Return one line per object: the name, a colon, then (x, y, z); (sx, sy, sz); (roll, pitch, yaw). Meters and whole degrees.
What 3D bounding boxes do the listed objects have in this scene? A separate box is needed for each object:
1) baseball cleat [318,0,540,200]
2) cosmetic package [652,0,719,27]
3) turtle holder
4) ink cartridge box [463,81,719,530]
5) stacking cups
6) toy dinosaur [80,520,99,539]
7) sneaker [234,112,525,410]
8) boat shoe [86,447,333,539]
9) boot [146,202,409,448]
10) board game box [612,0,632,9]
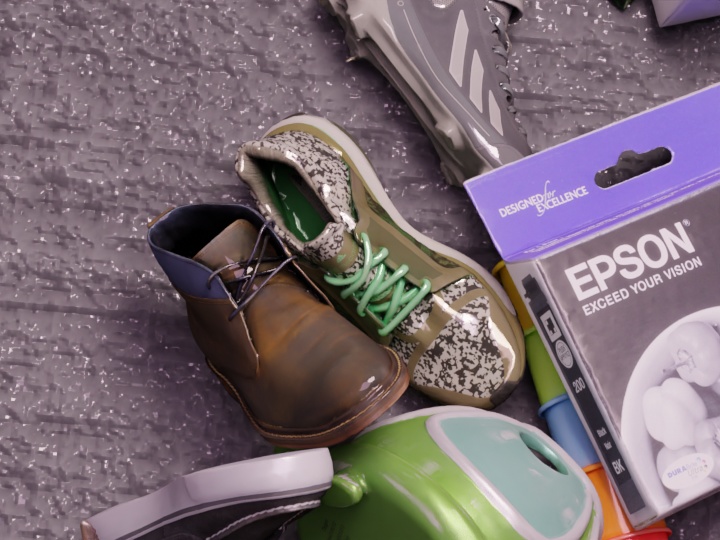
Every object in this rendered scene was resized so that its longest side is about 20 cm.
baseball cleat: (0.065, -0.108, 1.597); (0.106, 0.070, 0.200); (-34, 77, -13)
cosmetic package: (0.250, -0.210, 1.618); (0.199, 0.085, 0.108); (-11, 79, -13)
turtle holder: (0.036, 0.131, 1.491); (0.131, 0.142, 0.185); (-29, 36, -33)
ink cartridge box: (0.179, 0.006, 1.538); (0.197, 0.043, 0.201); (-22, 81, -27)
stacking cups: (0.126, 0.083, 1.539); (0.060, 0.061, 0.201); (-15, 74, -8)
toy dinosaur: (-0.113, 0.226, 1.450); (0.135, 0.086, 0.201); (6, 84, -2)
sneaker: (0.000, 0.000, 1.535); (0.200, 0.089, 0.077); (44, 107, 16)
boat shoe: (-0.071, 0.129, 1.452); (0.068, 0.200, 0.057); (-9, 80, -34)
boot: (-0.049, 0.025, 1.466); (0.075, 0.200, 0.097); (-41, 112, -14)
board game box: (0.176, -0.248, 1.676); (0.105, 0.023, 0.200); (43, 73, 9)
